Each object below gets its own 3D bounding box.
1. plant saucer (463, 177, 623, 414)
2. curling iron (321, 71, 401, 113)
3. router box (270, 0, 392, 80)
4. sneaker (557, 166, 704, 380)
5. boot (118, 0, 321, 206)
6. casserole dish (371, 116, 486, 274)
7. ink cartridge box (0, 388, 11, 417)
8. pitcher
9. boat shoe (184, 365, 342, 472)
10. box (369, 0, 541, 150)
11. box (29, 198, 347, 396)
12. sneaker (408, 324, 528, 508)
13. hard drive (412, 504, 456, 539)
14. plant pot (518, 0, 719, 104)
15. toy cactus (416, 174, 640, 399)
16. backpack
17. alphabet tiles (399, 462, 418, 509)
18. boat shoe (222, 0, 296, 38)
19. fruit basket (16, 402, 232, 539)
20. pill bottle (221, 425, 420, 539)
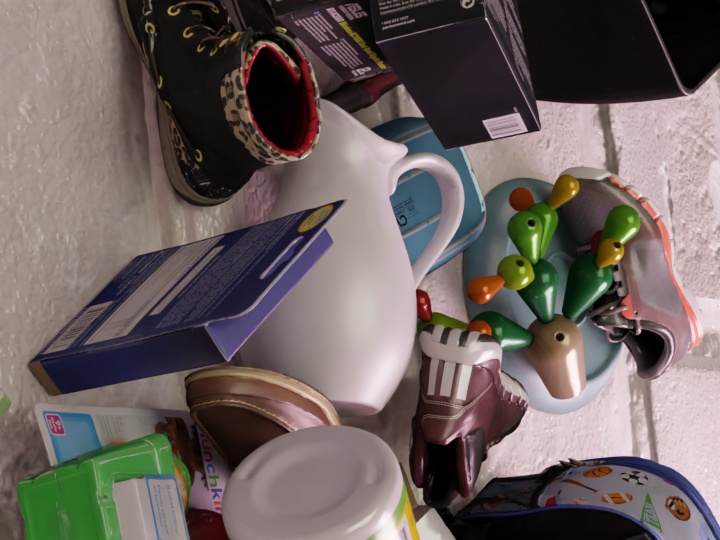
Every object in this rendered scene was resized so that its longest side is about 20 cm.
[{"bbox_3d":[0.161,0.018,1.452,0.200,0.027,0.200,14,69,-42],"label":"plant saucer"},{"bbox_3d":[-0.001,-0.142,1.326,0.200,0.026,0.050,-35,141,-41],"label":"curling iron"},{"bbox_3d":[-0.019,-0.226,1.207,0.200,0.062,0.150,25,52,-75],"label":"router box"},{"bbox_3d":[0.215,0.006,1.441,0.200,0.077,0.082,55,53,-19],"label":"sneaker"},{"bbox_3d":[-0.090,-0.151,1.142,0.073,0.154,0.204,-12,90,-28],"label":"boot"},{"bbox_3d":[0.031,-0.050,1.329,0.200,0.039,0.121,-29,100,-45],"label":"casserole dish"},{"bbox_3d":[-0.300,0.055,0.953,0.200,0.048,0.146,52,48,-22],"label":"ink cartridge box"},{"bbox_3d":[0.000,0.000,1.212,0.171,0.121,0.200,12,74,-32],"label":"pitcher"},{"bbox_3d":[-0.047,0.121,1.139,0.200,0.072,0.068,45,41,-50],"label":"boat shoe"},{"bbox_3d":[0.060,-0.185,1.189,0.200,0.079,0.141,47,35,-67],"label":"box"},{"bbox_3d":[-0.098,0.018,1.059,0.032,0.200,0.121,57,46,-18],"label":"box"},{"bbox_3d":[0.068,0.120,1.263,0.200,0.076,0.116,54,46,-65],"label":"sneaker"},{"bbox_3d":[0.055,0.284,1.229,0.132,0.026,0.200,-40,104,-26],"label":"hard drive"},{"bbox_3d":[0.201,-0.248,1.457,0.200,0.177,0.200,-40,108,-43],"label":"plant pot"},{"bbox_3d":[0.132,0.025,1.355,0.200,0.102,0.165,-34,123,-23],"label":"toy cactus"},{"bbox_3d":[0.181,0.226,1.294,0.154,0.190,0.200,-39,108,-40],"label":"backpack"},{"bbox_3d":[0.002,0.229,1.245,0.166,0.006,0.200,-28,99,-46],"label":"alphabet tiles"},{"bbox_3d":[-0.081,-0.258,1.251,0.071,0.064,0.200,-23,96,-47],"label":"boat shoe"},{"bbox_3d":[-0.113,0.171,1.079,0.200,0.094,0.185,8,65,-54],"label":"fruit basket"},{"bbox_3d":[-0.010,0.205,1.095,0.111,0.111,0.200,-49,136,-41],"label":"pill bottle"}]
